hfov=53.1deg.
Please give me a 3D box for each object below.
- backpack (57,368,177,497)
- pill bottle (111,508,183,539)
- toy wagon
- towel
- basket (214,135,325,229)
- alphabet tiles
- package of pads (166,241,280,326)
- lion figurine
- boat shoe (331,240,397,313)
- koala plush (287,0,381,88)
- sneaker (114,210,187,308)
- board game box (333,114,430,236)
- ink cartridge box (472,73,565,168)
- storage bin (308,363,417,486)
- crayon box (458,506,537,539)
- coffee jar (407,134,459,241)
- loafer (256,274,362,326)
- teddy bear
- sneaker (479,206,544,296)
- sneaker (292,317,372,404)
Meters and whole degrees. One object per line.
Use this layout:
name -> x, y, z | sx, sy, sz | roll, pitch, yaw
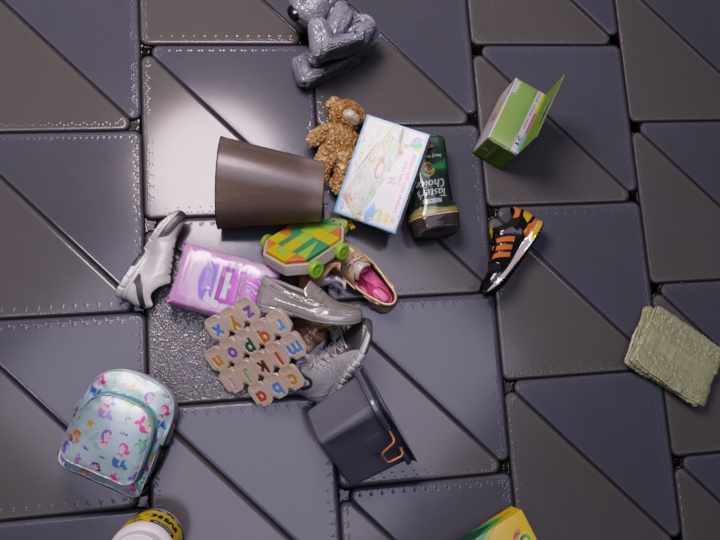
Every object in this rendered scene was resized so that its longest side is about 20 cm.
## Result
backpack -> -0.420, 0.276, 1.273 | 0.175, 0.151, 0.202 | 25, 74, -3
pill bottle -> -0.364, 0.476, 1.217 | 0.112, 0.200, 0.117 | 1, 81, -9
toy wagon -> -0.091, -0.058, 1.376 | 0.154, 0.040, 0.199 | 27, 49, 37
towel -> 0.653, 0.177, 1.501 | 0.198, 0.036, 0.150 | 30, 77, -2
basket -> -0.168, -0.155, 1.362 | 0.196, 0.137, 0.183 | 5, 121, -4
alphabet tiles -> -0.193, 0.149, 1.322 | 0.198, 0.015, 0.197 | -30, 98, 25
package of pads -> -0.256, 0.032, 1.367 | 0.197, 0.076, 0.123 | 16, 82, -6
lion figurine -> -0.089, 0.063, 1.379 | 0.120, 0.072, 0.204 | 1, 84, 15
boat shoe -> 0.000, 0.000, 1.412 | 0.199, 0.069, 0.074 | 41, 78, 0
koala plush -> -0.074, -0.506, 1.440 | 0.182, 0.177, 0.202 | -27, 85, -23
sneaker -> -0.378, -0.020, 1.363 | 0.079, 0.074, 0.202 | 31, 86, -5
board game box -> 0.042, -0.186, 1.405 | 0.133, 0.034, 0.203 | 20, 89, 11
ink cartridge box -> 0.314, -0.311, 1.442 | 0.075, 0.200, 0.149 | 28, 78, -3
storage bin -> 0.002, 0.299, 1.305 | 0.133, 0.146, 0.201 | -31, 129, -2
crayon box -> 0.274, 0.585, 1.367 | 0.171, 0.058, 0.202 | -27, 86, -12
coffee jar -> 0.136, -0.164, 1.451 | 0.102, 0.085, 0.204 | -10, 83, -9
loafer -> -0.090, 0.055, 1.305 | 0.196, 0.070, 0.071 | 10, 99, 0
teddy bear -> -0.041, -0.251, 1.447 | 0.144, 0.067, 0.202 | 33, 79, -4
sneaker -> 0.287, -0.041, 1.471 | 0.090, 0.070, 0.201 | 36, 77, 14
sneaker -> -0.065, 0.160, 1.332 | 0.114, 0.075, 0.202 | 25, 107, -17
